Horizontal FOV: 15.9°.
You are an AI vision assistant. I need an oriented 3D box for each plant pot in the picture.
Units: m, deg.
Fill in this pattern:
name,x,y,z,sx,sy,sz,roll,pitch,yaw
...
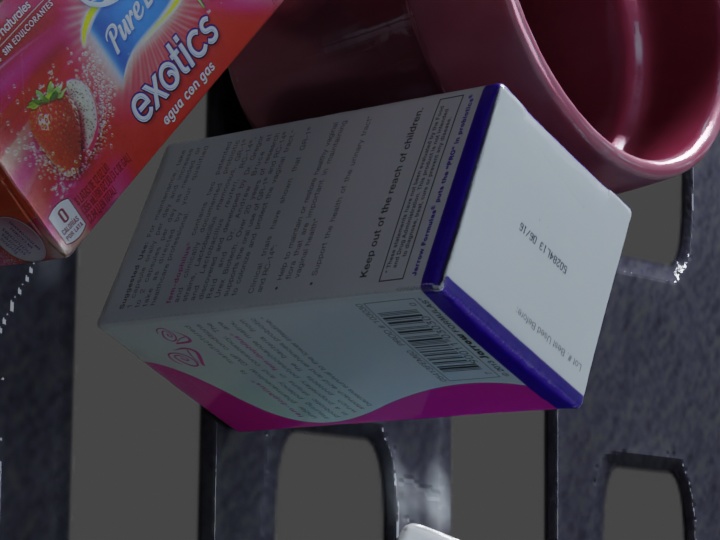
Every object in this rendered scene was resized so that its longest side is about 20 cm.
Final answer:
name,x,y,z,sx,sy,sz,roll,pitch,yaw
plant pot,0.044,-0.118,1.170,0.200,0.179,0.200,23,60,-47

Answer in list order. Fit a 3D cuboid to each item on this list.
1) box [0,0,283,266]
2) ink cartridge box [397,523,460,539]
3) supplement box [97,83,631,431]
name,x,y,z,sx,sy,sz,roll,pitch,yaw
box,-0.124,-0.097,1.055,0.096,0.100,0.200,57,48,-25
ink cartridge box,0.069,0.238,1.182,0.176,0.045,0.200,20,62,3
supplement box,0.000,0.000,1.103,0.101,0.200,0.103,41,55,-38
